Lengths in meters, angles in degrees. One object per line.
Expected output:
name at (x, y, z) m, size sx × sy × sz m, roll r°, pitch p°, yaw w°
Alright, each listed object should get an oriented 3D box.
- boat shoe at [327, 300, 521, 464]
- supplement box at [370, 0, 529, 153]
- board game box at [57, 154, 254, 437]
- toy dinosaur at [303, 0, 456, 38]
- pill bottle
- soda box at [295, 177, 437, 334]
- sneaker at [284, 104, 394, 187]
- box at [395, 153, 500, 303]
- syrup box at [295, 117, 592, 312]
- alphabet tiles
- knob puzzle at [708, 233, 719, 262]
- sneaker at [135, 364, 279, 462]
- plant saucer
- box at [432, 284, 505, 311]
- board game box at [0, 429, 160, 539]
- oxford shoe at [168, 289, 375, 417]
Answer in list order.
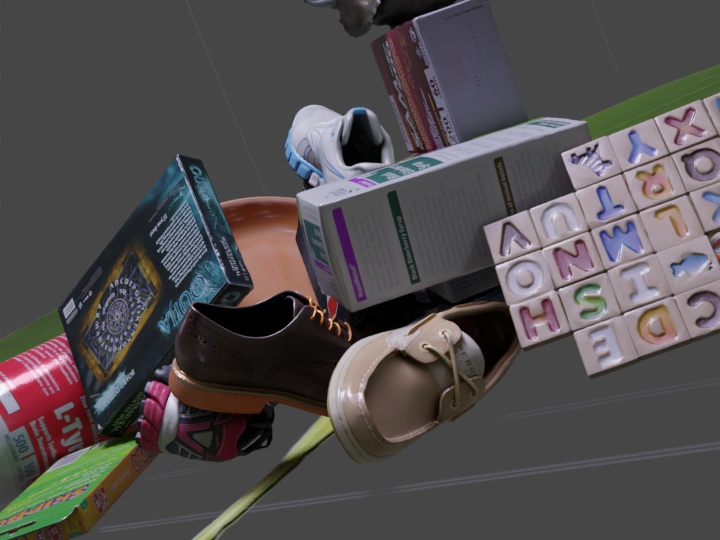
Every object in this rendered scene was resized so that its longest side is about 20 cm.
boat shoe at (0.049, 0.061, 0.842) m, size 0.069 × 0.074 × 0.200 m, roll -24°, pitch 5°, yaw 32°
supplement box at (0.068, -0.154, 1.065) m, size 0.061 × 0.109 × 0.200 m, roll -21°, pitch 7°, yaw -6°
board game box at (-0.170, 0.023, 1.059) m, size 0.028 × 0.135 × 0.200 m, roll 10°, pitch -46°, yaw -43°
toy dinosaur at (0.052, -0.242, 1.119) m, size 0.200 × 0.077 × 0.102 m, roll -13°, pitch 20°, yaw 2°
pill bottle at (-0.257, 0.115, 1.163) m, size 0.200 × 0.112 × 0.112 m, roll -27°, pitch 10°, yaw -30°
soda box at (0.000, 0.000, 1.035) m, size 0.063 × 0.071 × 0.200 m, roll 0°, pitch 33°, yaw -15°
sneaker at (-0.007, -0.097, 1.040) m, size 0.075 × 0.087 × 0.200 m, roll -3°, pitch 32°, yaw -18°
box at (0.087, -0.049, 1.078) m, size 0.112 × 0.101 × 0.200 m, roll -22°, pitch 8°, yaw -5°
syrup box at (0.063, -0.042, 0.922) m, size 0.200 × 0.081 × 0.079 m, roll -17°, pitch 12°, yaw -12°
alphabet tiles at (0.184, -0.024, 0.842) m, size 0.200 × 0.167 × 0.008 m, roll -21°, pitch -34°, yaw 9°
knob puzzle at (0.292, -0.022, 0.885) m, size 0.220 × 0.030 × 0.220 m, roll -22°, pitch 9°, yaw 3°
sneaker at (-0.092, 0.104, 0.977) m, size 0.075 × 0.081 × 0.200 m, roll 16°, pitch 13°, yaw 15°
plant saucer at (-0.063, 0.003, 1.116) m, size 0.200 × 0.037 × 0.200 m, roll 6°, pitch 32°, yaw -4°
box at (0.105, 0.017, 1.096) m, size 0.137 × 0.038 × 0.200 m, roll -25°, pitch 9°, yaw -20°
board game box at (-0.223, 0.172, 1.004) m, size 0.095 × 0.030 × 0.200 m, roll -21°, pitch 5°, yaw 14°
oxford shoe at (-0.027, 0.055, 0.897) m, size 0.200 × 0.073 × 0.071 m, roll 1°, pitch 26°, yaw -21°
